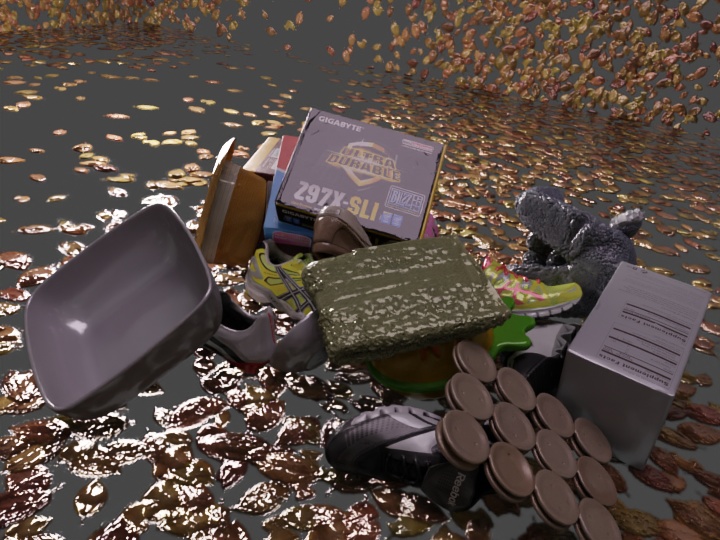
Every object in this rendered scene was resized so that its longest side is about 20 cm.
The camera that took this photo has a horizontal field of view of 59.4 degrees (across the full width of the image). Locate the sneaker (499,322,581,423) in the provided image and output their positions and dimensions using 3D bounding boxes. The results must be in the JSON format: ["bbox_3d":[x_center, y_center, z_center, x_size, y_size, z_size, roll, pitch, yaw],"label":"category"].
[{"bbox_3d":[0.193,0.113,0.743,0.087,0.076,0.199,9,19,31],"label":"sneaker"}]

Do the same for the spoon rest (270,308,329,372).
[{"bbox_3d":[-0.024,0.058,0.736,0.198,0.100,0.061,-23,63,-36],"label":"spoon rest"}]

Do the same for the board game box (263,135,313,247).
[{"bbox_3d":[-0.025,-0.102,0.880,0.195,0.041,0.156,7,64,0],"label":"board game box"}]

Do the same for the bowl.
[{"bbox_3d":[-0.239,0.045,0.655,0.198,0.075,0.200,-37,49,-7],"label":"bowl"}]

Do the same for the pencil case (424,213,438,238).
[{"bbox_3d":[0.069,-0.034,0.975,0.081,0.088,0.200,-17,18,22],"label":"pencil case"}]

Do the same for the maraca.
[{"bbox_3d":[0.100,0.077,0.712,0.196,0.109,0.138,-18,36,-12],"label":"maraca"}]

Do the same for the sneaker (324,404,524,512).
[{"bbox_3d":[0.067,0.174,0.576,0.195,0.068,0.091,5,24,-13],"label":"sneaker"}]

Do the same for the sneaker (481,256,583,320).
[{"bbox_3d":[0.187,0.025,0.816,0.195,0.093,0.078,-6,-8,5],"label":"sneaker"}]

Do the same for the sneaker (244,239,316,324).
[{"bbox_3d":[-0.069,0.024,0.823,0.196,0.078,0.075,21,27,19],"label":"sneaker"}]

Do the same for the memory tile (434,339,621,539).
[{"bbox_3d":[0.158,0.160,0.586,0.198,0.017,0.154,35,34,-7],"label":"memory tile"}]

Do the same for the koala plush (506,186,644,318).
[{"bbox_3d":[0.334,-0.014,0.915,0.197,0.182,0.182,0,18,-40],"label":"koala plush"}]

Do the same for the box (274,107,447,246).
[{"bbox_3d":[0.003,-0.118,0.840,0.196,0.050,0.163,16,66,5],"label":"box"}]

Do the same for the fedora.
[{"bbox_3d":[-0.174,-0.074,0.865,0.080,0.204,0.202,15,25,-11],"label":"fedora"}]

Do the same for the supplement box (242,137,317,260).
[{"bbox_3d":[-0.077,-0.115,1.030,0.195,0.136,0.198,9,26,1],"label":"supplement box"}]

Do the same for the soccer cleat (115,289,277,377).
[{"bbox_3d":[-0.186,0.056,0.715,0.195,0.087,0.069,14,27,11],"label":"soccer cleat"}]

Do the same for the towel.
[{"bbox_3d":[0.045,0.027,0.664,0.195,0.037,0.150,-12,42,-13],"label":"towel"}]

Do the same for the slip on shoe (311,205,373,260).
[{"bbox_3d":[0.000,0.000,0.813,0.074,0.201,0.062,1,58,29],"label":"slip on shoe"}]

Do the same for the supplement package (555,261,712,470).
[{"bbox_3d":[0.306,0.099,0.713,0.108,0.116,0.199,22,41,27],"label":"supplement package"}]
